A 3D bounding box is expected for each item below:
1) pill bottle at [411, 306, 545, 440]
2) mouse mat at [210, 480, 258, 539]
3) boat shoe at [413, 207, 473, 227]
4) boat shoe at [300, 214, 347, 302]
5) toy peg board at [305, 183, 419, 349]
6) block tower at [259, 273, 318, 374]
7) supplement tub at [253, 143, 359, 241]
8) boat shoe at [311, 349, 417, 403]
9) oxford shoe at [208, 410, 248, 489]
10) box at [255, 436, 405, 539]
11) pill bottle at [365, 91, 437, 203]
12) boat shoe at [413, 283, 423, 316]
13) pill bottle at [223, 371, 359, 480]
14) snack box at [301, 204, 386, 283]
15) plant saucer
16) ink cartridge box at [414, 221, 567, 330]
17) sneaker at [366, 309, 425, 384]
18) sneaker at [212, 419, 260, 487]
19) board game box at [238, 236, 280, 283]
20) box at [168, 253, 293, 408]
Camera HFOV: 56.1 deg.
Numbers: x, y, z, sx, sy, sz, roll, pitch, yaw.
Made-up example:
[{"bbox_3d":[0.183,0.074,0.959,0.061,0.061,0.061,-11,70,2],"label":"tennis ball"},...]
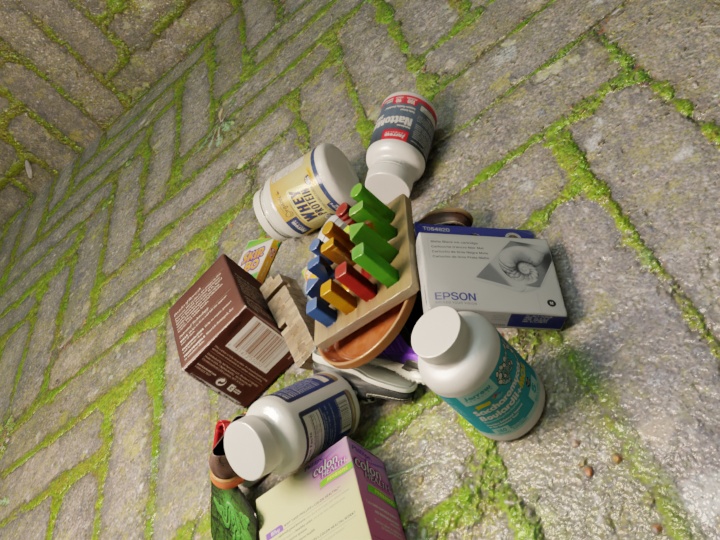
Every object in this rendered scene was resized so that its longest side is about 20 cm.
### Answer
[{"bbox_3d":[0.145,0.126,0.852,0.110,0.200,0.112,-26,42,26],"label":"pill bottle"},{"bbox_3d":[-0.196,0.393,1.033,0.199,0.007,0.164,25,115,55],"label":"mouse mat"},{"bbox_3d":[0.105,-0.048,1.159,0.198,0.070,0.071,-19,37,45],"label":"boat shoe"},{"bbox_3d":[-0.052,-0.008,1.290,0.066,0.073,0.203,10,77,37],"label":"boat shoe"},{"bbox_3d":[-0.021,-0.020,1.038,0.198,0.097,0.202,-33,37,29],"label":"toy peg board"},{"bbox_3d":[-0.115,0.092,1.216,0.054,0.058,0.201,-45,54,17],"label":"block tower"},{"bbox_3d":[-0.113,-0.158,1.414,0.198,0.144,0.146,-27,41,26],"label":"supplement tub"},{"bbox_3d":[0.004,0.176,1.070,0.198,0.075,0.061,15,106,40],"label":"boat shoe"},{"bbox_3d":[-0.154,0.241,1.037,0.070,0.073,0.200,19,43,24],"label":"oxford shoe"},{"bbox_3d":[-0.038,0.367,0.911,0.175,0.097,0.201,-38,39,14],"label":"box"},{"bbox_3d":[0.076,-0.237,1.315,0.118,0.119,0.202,-11,50,39],"label":"pill bottle"},{"bbox_3d":[0.087,0.063,1.087,0.199,0.076,0.074,-24,10,42],"label":"boat shoe"},{"bbox_3d":[-0.099,0.227,0.984,0.110,0.199,0.113,8,104,35],"label":"pill bottle"},{"bbox_3d":[0.000,0.000,1.164,0.200,0.053,0.143,-43,59,26],"label":"snack box"},{"bbox_3d":[0.012,0.063,1.042,0.199,0.032,0.202,-36,33,28],"label":"plant saucer"},{"bbox_3d":[0.180,-0.007,0.971,0.196,0.041,0.202,2,47,-6],"label":"ink cartridge box"},{"bbox_3d":[0.055,0.101,1.042,0.198,0.069,0.101,14,101,41],"label":"sneaker"},{"bbox_3d":[-0.163,0.265,1.111,0.200,0.115,0.078,-48,37,1],"label":"sneaker"},{"bbox_3d":[-0.244,0.003,1.503,0.095,0.030,0.202,-5,52,42],"label":"board game box"},{"bbox_3d":[-0.240,0.113,1.282,0.164,0.166,0.200,-44,36,5],"label":"box"}]
